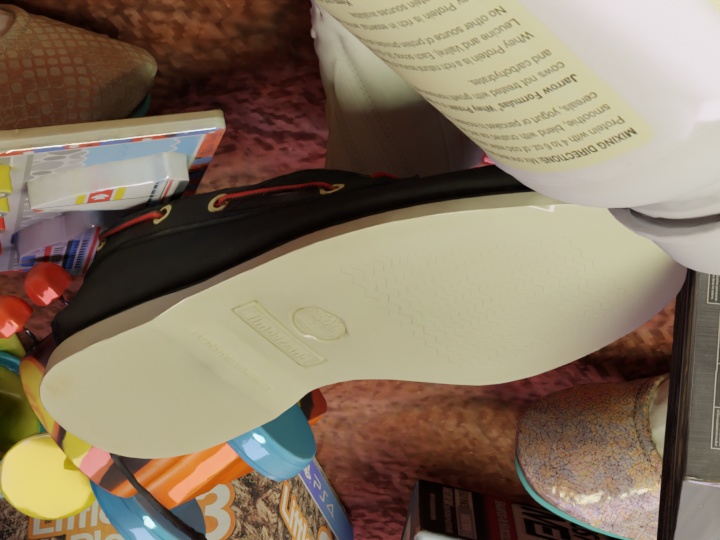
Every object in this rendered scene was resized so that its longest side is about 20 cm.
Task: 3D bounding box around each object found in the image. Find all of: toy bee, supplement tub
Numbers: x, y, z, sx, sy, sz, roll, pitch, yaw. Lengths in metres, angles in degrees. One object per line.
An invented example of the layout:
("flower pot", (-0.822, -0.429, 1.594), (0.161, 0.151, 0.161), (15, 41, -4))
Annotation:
("toy bee", (-0.065, 0.036, 0.838), (0.109, 0.131, 0.200), (51, 174, -4))
("supplement tub", (0.046, -0.105, 0.580), (0.200, 0.145, 0.145), (40, 134, -25))

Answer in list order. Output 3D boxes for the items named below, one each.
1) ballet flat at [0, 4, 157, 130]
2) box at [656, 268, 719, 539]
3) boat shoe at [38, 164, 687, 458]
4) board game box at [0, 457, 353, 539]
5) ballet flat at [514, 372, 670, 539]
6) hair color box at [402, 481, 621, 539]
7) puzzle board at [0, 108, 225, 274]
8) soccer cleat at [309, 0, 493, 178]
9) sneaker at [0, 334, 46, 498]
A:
("ballet flat", (-0.161, -0.054, 0.780), (0.200, 0.067, 0.062), (-10, 122, 18))
("box", (0.114, 0.016, 0.727), (0.048, 0.200, 0.159), (5, 145, 5))
("boat shoe", (-0.001, -0.002, 0.716), (0.201, 0.063, 0.074), (-16, 134, 32))
("board game box", (-0.096, 0.165, 0.967), (0.159, 0.200, 0.097), (-7, 143, 15))
("ballet flat", (0.150, 0.066, 0.924), (0.200, 0.068, 0.067), (12, 142, -29))
("hair color box", (0.111, 0.137, 0.962), (0.200, 0.061, 0.099), (14, -173, -1))
("puzzle board", (-0.124, -0.013, 0.774), (0.150, 0.017, 0.200), (-6, 172, -10))
("soccer cleat", (0.012, -0.067, 0.741), (0.077, 0.069, 0.200), (16, 138, -7))
("sneaker", (-0.184, 0.072, 0.952), (0.130, 0.080, 0.200), (13, 146, -11))
